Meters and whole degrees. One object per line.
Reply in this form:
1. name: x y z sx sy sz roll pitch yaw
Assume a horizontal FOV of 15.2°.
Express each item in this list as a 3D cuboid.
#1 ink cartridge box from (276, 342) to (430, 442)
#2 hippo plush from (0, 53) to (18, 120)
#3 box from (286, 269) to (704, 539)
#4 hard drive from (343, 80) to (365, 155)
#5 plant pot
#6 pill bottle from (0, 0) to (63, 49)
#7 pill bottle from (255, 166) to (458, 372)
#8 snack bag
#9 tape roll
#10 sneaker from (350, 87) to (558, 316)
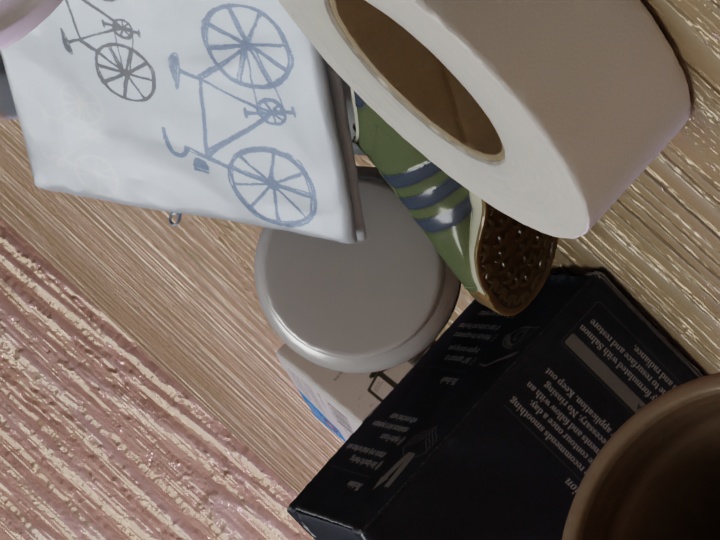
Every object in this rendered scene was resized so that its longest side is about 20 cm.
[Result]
1. ink cartridge box: 0.046 0.117 2.043 0.200 0.084 0.146 38 169 22
2. hippo plush: -0.152 -0.194 1.465 0.159 0.200 0.161 90 163 -46
3. box: 0.080 0.110 1.554 0.117 0.200 0.197 45 170 -9
4. hard drive: -0.040 -0.127 1.391 0.132 0.026 0.200 3 148 28
5. plant pot: 0.222 0.164 1.343 0.200 0.200 0.175 37 -175 33
6. pill bottle: -0.214 -0.196 1.204 0.200 0.112 0.112 51 173 21
7. pill bottle: 0.000 0.000 1.521 0.114 0.114 0.200 43 -178 2
8. snack bag: -0.099 -0.098 1.368 0.200 0.021 0.189 9 134 22
9. tape roll: 0.046 -0.107 1.169 0.202 0.071 0.202 42 170 9
10. sneaker: 0.041 -0.062 1.371 0.090 0.067 0.200 30 157 32
